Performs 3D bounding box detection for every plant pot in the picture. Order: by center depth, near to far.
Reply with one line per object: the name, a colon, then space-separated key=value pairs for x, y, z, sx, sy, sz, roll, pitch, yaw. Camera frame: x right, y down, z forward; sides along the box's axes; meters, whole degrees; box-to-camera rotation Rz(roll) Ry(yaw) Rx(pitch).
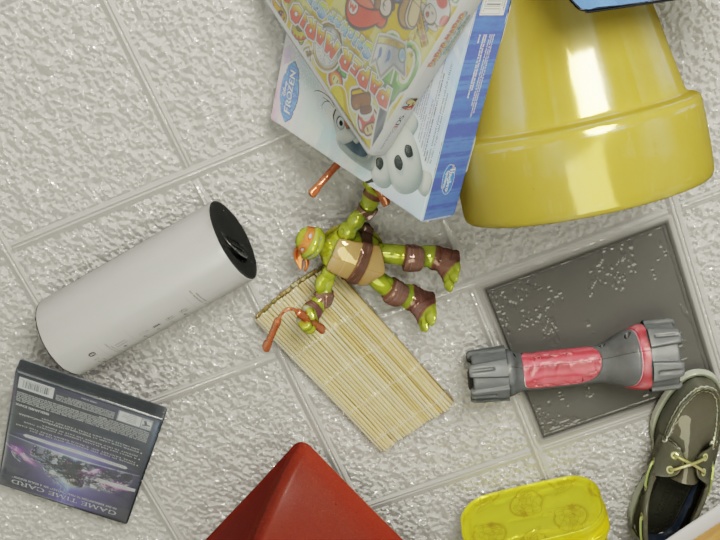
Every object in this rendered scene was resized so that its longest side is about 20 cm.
plant pot: x=0.159 y=-0.149 z=0.834 sx=0.197 sy=0.201 sz=0.192 roll=-12 pitch=101 yaw=7
plant pot: x=-0.075 y=0.329 z=1.039 sx=0.200 sy=0.176 sz=0.200 roll=44 pitch=111 yaw=3

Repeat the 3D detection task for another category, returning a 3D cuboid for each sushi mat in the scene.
sushi mat: x=-0.005 y=0.087 z=1.042 sx=0.095 sy=0.012 sz=0.200 roll=-36 pitch=110 yaw=18

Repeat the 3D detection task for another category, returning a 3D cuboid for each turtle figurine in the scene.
turtle figurine: x=0.000 y=0.000 z=0.972 sx=0.159 sy=0.065 sz=0.202 roll=20 pitch=106 yaw=-17

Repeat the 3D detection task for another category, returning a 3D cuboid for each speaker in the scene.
speaker: x=-0.193 y=0.017 z=0.975 sx=0.198 sy=0.082 sz=0.082 roll=-28 pitch=112 yaw=14

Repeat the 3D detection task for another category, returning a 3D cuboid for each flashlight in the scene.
flashlight: x=0.199 y=0.088 z=1.007 sx=0.196 sy=0.068 sz=0.069 roll=-6 pitch=117 yaw=3

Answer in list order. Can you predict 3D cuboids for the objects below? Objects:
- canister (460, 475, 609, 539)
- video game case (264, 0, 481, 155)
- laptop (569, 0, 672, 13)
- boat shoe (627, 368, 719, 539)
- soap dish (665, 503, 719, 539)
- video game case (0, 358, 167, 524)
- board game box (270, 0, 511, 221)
canister: x=0.198 y=0.326 z=1.113 sx=0.146 sy=0.087 sz=0.203 roll=-14 pitch=116 yaw=8
video game case: x=0.003 y=-0.220 z=0.785 sx=0.023 sy=0.201 sz=0.183 roll=-10 pitch=147 yaw=-40
laptop: x=0.187 y=-0.291 z=0.743 sx=0.184 sy=0.116 sz=0.204 roll=-13 pitch=106 yaw=-23
boat shoe: x=0.317 y=0.195 z=1.060 sx=0.071 sy=0.061 sz=0.205 roll=8 pitch=116 yaw=-3
soap dish: x=0.354 y=0.317 z=1.062 sx=0.198 sy=0.081 sz=0.158 roll=-30 pitch=131 yaw=-5
video game case: x=-0.277 y=0.173 z=1.051 sx=0.141 sy=0.019 sz=0.201 roll=19 pitch=135 yaw=-8
board game box: x=0.018 y=-0.173 z=0.827 sx=0.043 sy=0.198 sz=0.203 roll=-11 pitch=126 yaw=-41
